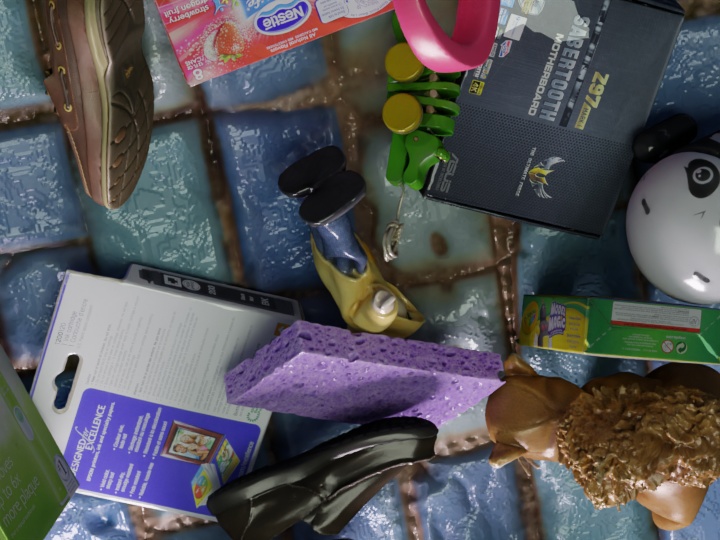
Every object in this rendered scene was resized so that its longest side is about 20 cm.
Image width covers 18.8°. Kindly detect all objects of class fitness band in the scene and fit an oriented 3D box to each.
[{"bbox_3d":[0.063,-0.238,1.565,0.037,0.201,0.144,-4,150,24],"label":"fitness band"}]

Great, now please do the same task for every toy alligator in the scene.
[{"bbox_3d":[0.048,-0.106,1.653,0.054,0.059,0.201,0,80,14],"label":"toy alligator"}]

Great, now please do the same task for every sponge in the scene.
[{"bbox_3d":[0.004,0.088,1.738,0.199,0.030,0.111,10,148,-33],"label":"sponge"}]

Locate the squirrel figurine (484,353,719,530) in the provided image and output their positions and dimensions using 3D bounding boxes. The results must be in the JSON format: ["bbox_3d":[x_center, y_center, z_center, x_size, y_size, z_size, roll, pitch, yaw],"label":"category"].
[{"bbox_3d":[0.198,0.125,1.758,0.186,0.200,0.142,14,86,-5],"label":"squirrel figurine"}]

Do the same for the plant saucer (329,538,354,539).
[{"bbox_3d":[-0.077,0.256,1.797,0.199,0.200,0.032,-14,78,-3],"label":"plant saucer"}]

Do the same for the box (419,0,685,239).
[{"bbox_3d":[0.146,-0.136,1.702,0.157,0.051,0.201,13,112,-17],"label":"box"}]

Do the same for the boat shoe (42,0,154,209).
[{"bbox_3d":[-0.200,-0.141,1.637,0.067,0.072,0.201,13,126,20],"label":"boat shoe"}]

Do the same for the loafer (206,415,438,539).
[{"bbox_3d":[-0.023,0.175,1.755,0.199,0.073,0.072,-22,91,14],"label":"loafer"}]

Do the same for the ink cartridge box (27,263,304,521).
[{"bbox_3d":[-0.169,0.097,1.762,0.199,0.043,0.199,13,113,-18],"label":"ink cartridge box"}]

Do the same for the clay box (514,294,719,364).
[{"bbox_3d":[0.201,0.045,1.733,0.114,0.200,0.048,5,90,-13],"label":"clay box"}]

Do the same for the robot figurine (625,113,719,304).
[{"bbox_3d":[0.292,-0.049,1.692,0.200,0.150,0.125,-24,117,-46],"label":"robot figurine"}]

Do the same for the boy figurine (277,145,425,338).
[{"bbox_3d":[0.000,0.000,1.707,0.064,0.124,0.200,-32,135,-5],"label":"boy figurine"}]

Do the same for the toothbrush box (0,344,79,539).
[{"bbox_3d":[-0.314,0.126,1.664,0.086,0.146,0.201,-24,103,17],"label":"toothbrush box"}]

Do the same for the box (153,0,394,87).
[{"bbox_3d":[-0.056,-0.226,1.598,0.199,0.096,0.100,-21,117,0],"label":"box"}]
